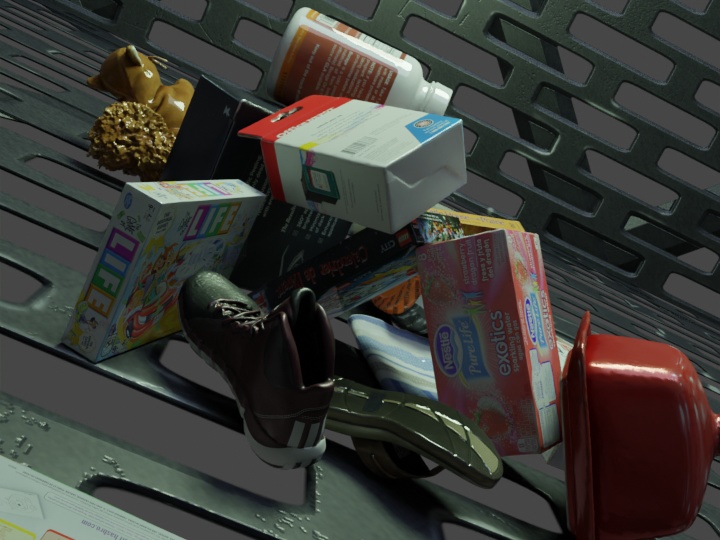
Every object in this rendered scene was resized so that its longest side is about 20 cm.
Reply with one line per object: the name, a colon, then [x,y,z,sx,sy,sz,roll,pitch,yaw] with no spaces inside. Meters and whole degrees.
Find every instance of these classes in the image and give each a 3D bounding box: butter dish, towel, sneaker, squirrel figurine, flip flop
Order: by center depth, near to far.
sneaker: [-0.070,0.040,0.635,0.075,0.116,0.200,-9,46,-38]
flip flop: [0.018,0.136,0.680,0.198,0.058,0.081,14,15,13]
butter dish: [0.251,0.140,0.716,0.147,0.201,0.200,-4,4,18]
towel: [0.069,0.111,0.930,0.146,0.024,0.200,21,14,-21]
squirrel figurine: [-0.288,-0.209,1.147,0.187,0.141,0.201,54,31,-24]

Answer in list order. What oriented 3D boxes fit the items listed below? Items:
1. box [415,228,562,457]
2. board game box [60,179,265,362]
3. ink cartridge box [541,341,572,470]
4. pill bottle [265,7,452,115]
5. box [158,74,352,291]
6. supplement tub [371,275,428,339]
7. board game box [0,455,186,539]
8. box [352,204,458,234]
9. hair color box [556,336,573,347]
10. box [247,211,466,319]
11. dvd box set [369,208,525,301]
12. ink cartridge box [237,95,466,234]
box: [0.126,0.069,0.791,0.094,0.202,0.102,-12,-6,29]
board game box: [-0.156,-0.008,0.705,0.034,0.135,0.200,28,14,11]
ink cartridge box: [0.272,0.167,0.971,0.175,0.084,0.200,23,14,-14]
pill bottle: [0.000,-0.212,0.971,0.199,0.113,0.112,25,13,-2]
box: [-0.113,-0.087,0.953,0.199,0.198,0.117,15,16,-39]
supplement tub: [0.116,0.035,1.066,0.199,0.123,0.123,23,12,-33]
board game box: [-0.141,0.152,0.320,0.152,0.041,0.200,26,13,-3]
box: [0.077,-0.078,1.438,0.082,0.069,0.199,20,-7,-36]
hair color box: [0.292,0.144,1.155,0.199,0.061,0.099,28,13,8]
box: [0.000,0.000,0.871,0.136,0.199,0.038,3,62,-61]
dvd box set: [0.106,-0.013,1.127,0.198,0.147,0.029,7,35,-23]
ink cartridge box: [-0.011,-0.109,0.806,0.199,0.068,0.116,20,41,40]
